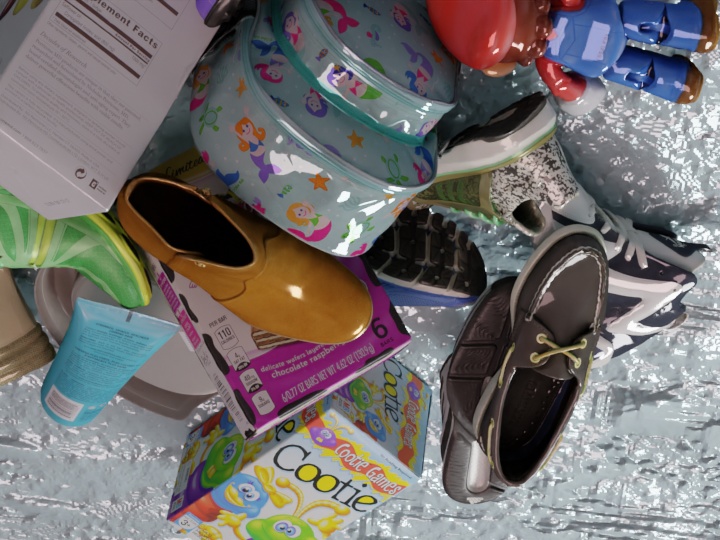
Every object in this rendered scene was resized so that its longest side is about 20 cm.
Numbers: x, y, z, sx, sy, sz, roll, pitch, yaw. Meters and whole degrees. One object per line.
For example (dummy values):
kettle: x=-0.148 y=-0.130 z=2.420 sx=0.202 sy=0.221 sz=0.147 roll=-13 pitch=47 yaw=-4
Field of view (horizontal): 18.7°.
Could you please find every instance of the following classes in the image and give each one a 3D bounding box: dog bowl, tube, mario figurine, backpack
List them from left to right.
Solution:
tube: x=-0.198 y=0.066 z=1.651 sx=0.077 sy=0.051 sz=0.200 roll=11 pitch=156 yaw=-16
dog bowl: x=-0.151 y=0.034 z=1.694 sx=0.199 sy=0.059 sz=0.201 roll=19 pitch=145 yaw=14
backpack: x=-0.023 y=-0.116 z=1.485 sx=0.177 sy=0.201 sz=0.150 roll=34 pitch=127 yaw=-19
mario figurine: x=0.140 y=-0.179 z=1.505 sx=0.198 sy=0.125 sz=0.106 roll=11 pitch=174 yaw=-11

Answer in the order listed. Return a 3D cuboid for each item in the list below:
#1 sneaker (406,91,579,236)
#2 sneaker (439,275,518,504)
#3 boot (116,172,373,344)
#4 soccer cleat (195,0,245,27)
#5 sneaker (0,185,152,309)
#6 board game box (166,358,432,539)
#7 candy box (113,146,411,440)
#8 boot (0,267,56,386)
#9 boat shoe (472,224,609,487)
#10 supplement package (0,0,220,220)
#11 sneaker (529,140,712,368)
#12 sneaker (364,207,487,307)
sneaker: x=0.090 y=-0.056 z=1.550 sx=0.089 sy=0.077 sz=0.200 roll=57 pitch=157 yaw=-4
sneaker: x=0.090 y=0.069 z=1.689 sx=0.075 sy=0.116 sz=0.202 roll=3 pitch=124 yaw=-12
boot: x=-0.074 y=-0.003 z=1.465 sx=0.200 sy=0.144 sz=0.071 roll=27 pitch=87 yaw=-9
soccer cleat: x=-0.066 y=-0.255 z=1.420 sx=0.073 sy=0.068 sz=0.201 roll=29 pitch=98 yaw=-4
sneaker: x=-0.231 y=-0.034 z=1.549 sx=0.200 sy=0.074 sz=0.084 roll=39 pitch=96 yaw=-23
board game box: x=-0.050 y=0.150 z=1.785 sx=0.103 sy=0.105 sz=0.200 roll=39 pitch=125 yaw=-23
candy box: x=-0.071 y=0.001 z=1.578 sx=0.201 sy=0.136 sz=0.061 roll=59 pitch=164 yaw=5
boot: x=-0.353 y=0.035 z=1.735 sx=0.198 sy=0.073 sz=0.156 roll=-17 pitch=113 yaw=14
boat shoe: x=0.137 y=0.064 z=1.587 sx=0.071 sy=0.061 sz=0.203 roll=9 pitch=119 yaw=-15
supplement package: x=-0.180 y=-0.149 z=1.464 sx=0.109 sy=0.201 sz=0.113 roll=37 pitch=161 yaw=-23
sneaker: x=0.191 y=-0.026 z=1.620 sx=0.128 sy=0.080 sz=0.201 roll=-15 pitch=113 yaw=2
sneaker: x=0.000 y=0.000 z=1.676 sx=0.198 sy=0.079 sz=0.090 roll=9 pitch=140 yaw=12
